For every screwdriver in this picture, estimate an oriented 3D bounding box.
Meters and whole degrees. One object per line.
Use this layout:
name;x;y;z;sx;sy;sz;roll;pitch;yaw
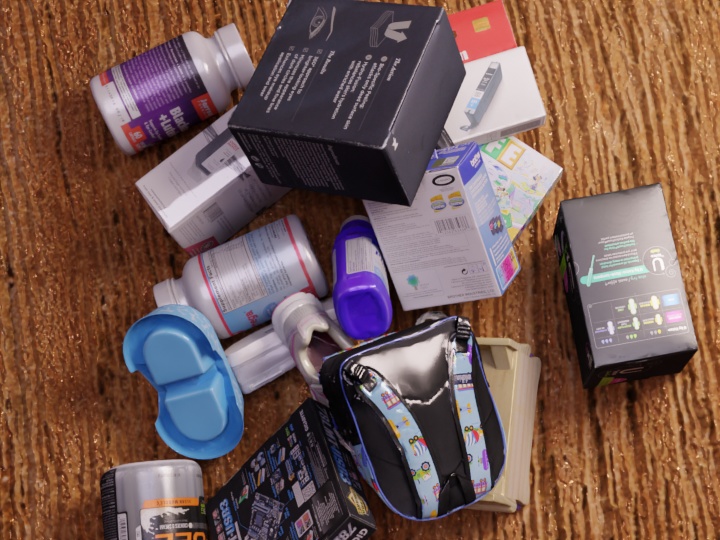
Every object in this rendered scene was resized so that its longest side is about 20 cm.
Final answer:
screwdriver;0.052;-0.208;1.564;0.029;0.028;0.200;-30;77;-31

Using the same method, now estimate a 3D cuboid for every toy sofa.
toy sofa;0.152;0.183;1.566;0.082;0.097;0.202;-1;74;31

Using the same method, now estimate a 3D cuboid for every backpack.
backpack;0.062;0.168;1.461;0.182;0.134;0.201;-20;91;-22

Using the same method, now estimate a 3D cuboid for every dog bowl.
dog bowl;-0.205;0.129;1.575;0.111;0.050;0.201;-15;113;16

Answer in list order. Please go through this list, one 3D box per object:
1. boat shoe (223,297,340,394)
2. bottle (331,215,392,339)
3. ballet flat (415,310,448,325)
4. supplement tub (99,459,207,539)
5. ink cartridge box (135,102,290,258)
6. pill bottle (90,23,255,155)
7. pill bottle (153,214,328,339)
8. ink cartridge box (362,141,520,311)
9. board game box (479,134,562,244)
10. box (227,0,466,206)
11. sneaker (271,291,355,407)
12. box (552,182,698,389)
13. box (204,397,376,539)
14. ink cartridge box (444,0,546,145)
boat shoe;-0.068;0.089;1.615;0.199;0.072;0.069;-27;103;-12
bottle;0.000;0.000;1.571;0.065;0.200;0.084;-13;119;5
ballet flat;0.072;0.142;1.584;0.071;0.072;0.202;6;77;8
supplement tub;-0.238;0.329;1.541;0.122;0.123;0.202;-8;76;4
ink cartridge box;-0.163;-0.117;1.633;0.199;0.146;0.085;-37;74;-4
pill bottle;-0.235;-0.237;1.689;0.199;0.111;0.112;-26;75;0
pill bottle;-0.147;0.017;1.617;0.199;0.109;0.109;-23;75;0
ink cartridge box;0.088;-0.064;1.532;0.136;0.076;0.201;-9;114;30
board game box;0.128;-0.121;1.613;0.199;0.034;0.135;34;81;12
box;-0.012;-0.193;1.481;0.199;0.118;0.198;10;62;26
sneaker;-0.031;0.123;1.556;0.081;0.088;0.200;-38;111;-3
box;0.306;0.022;1.545;0.123;0.149;0.202;-10;75;2
box;-0.084;0.278;1.488;0.199;0.050;0.200;-48;34;17
ink cartridge box;0.105;-0.233;1.603;0.199;0.045;0.177;-17;76;1
